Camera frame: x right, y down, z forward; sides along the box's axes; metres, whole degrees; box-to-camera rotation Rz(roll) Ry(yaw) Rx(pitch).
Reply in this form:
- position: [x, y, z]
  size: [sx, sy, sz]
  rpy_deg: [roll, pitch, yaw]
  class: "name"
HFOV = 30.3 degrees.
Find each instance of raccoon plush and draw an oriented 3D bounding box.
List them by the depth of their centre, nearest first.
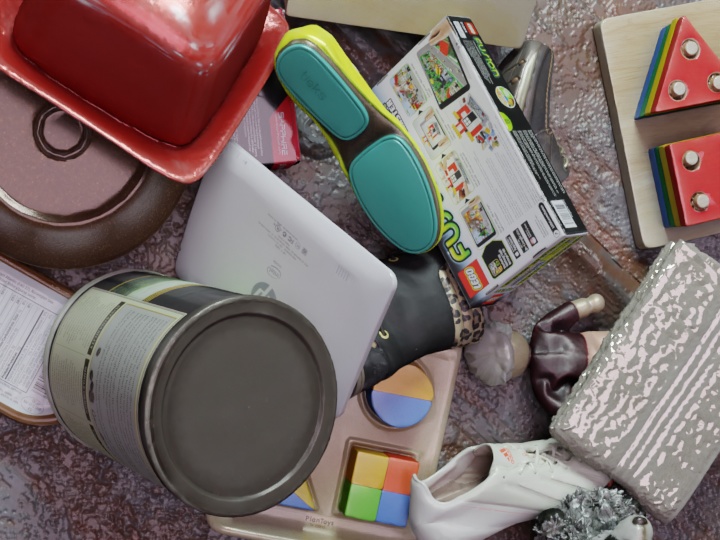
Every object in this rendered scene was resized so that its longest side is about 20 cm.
- position: [0.202, 0.267, 1.038]
  size: [0.095, 0.134, 0.202]
  rpy_deg: [-14, 118, -6]
  class: "raccoon plush"

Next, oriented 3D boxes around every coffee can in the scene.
- position: [-0.129, 0.081, 0.962]
  size: [0.145, 0.199, 0.149]
  rpy_deg: [-4, 98, -33]
  class: "coffee can"

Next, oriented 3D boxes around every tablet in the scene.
- position: [-0.063, 0.004, 1.006]
  size: [0.200, 0.014, 0.131]
  rpy_deg: [40, 121, 29]
  class: "tablet"

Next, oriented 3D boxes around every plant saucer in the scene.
- position: [-0.223, -0.103, 1.002]
  size: [0.197, 0.037, 0.204]
  rpy_deg: [0, 88, -9]
  class: "plant saucer"

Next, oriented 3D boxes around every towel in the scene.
- position: [0.254, 0.087, 1.087]
  size: [0.132, 0.034, 0.201]
  rpy_deg: [36, 85, -7]
  class: "towel"

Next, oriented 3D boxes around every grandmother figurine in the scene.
- position: [0.183, 0.080, 1.121]
  size: [0.197, 0.061, 0.123]
  rpy_deg: [8, 60, -8]
  class: "grandmother figurine"

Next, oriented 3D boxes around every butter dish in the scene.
- position: [-0.142, -0.202, 0.943]
  size: [0.198, 0.148, 0.201]
  rpy_deg: [33, 51, -7]
  class: "butter dish"

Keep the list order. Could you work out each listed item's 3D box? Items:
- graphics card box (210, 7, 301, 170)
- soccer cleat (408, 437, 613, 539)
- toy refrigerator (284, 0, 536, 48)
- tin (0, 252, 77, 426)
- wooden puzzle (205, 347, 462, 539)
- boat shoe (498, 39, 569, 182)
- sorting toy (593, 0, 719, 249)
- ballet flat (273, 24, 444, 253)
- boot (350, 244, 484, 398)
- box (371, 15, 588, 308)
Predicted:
- position: [-0.153, -0.136, 1.059]
  size: [0.197, 0.051, 0.128]
  rpy_deg: [-7, 90, -13]
  class: "graphics card box"
- position: [0.130, 0.167, 1.086]
  size: [0.198, 0.069, 0.079]
  rpy_deg: [-21, 117, -18]
  class: "soccer cleat"
- position: [0.039, -0.235, 1.079]
  size: [0.197, 0.076, 0.071]
  rpy_deg: [6, 128, -12]
  class: "toy refrigerator"
- position: [-0.285, 0.043, 1.035]
  size: [0.198, 0.042, 0.113]
  rpy_deg: [30, 79, -9]
  class: "tin"
- position: [-0.018, 0.128, 1.081]
  size: [0.183, 0.046, 0.203]
  rpy_deg: [12, 86, -11]
  class: "wooden puzzle"
- position: [0.132, -0.088, 1.112]
  size: [0.072, 0.074, 0.203]
  rpy_deg: [13, 95, -20]
  class: "boat shoe"
- position: [0.321, -0.137, 1.145]
  size: [0.197, 0.070, 0.202]
  rpy_deg: [-12, 91, -11]
  class: "sorting toy"
- position: [0.006, -0.107, 1.039]
  size: [0.066, 0.067, 0.201]
  rpy_deg: [-30, 106, 23]
  class: "ballet flat"
- position: [0.000, 0.000, 1.071]
  size: [0.149, 0.074, 0.201]
  rpy_deg: [-14, 60, -29]
  class: "boot"
- position: [0.086, -0.086, 1.048]
  size: [0.034, 0.110, 0.202]
  rpy_deg: [-7, 65, -48]
  class: "box"
